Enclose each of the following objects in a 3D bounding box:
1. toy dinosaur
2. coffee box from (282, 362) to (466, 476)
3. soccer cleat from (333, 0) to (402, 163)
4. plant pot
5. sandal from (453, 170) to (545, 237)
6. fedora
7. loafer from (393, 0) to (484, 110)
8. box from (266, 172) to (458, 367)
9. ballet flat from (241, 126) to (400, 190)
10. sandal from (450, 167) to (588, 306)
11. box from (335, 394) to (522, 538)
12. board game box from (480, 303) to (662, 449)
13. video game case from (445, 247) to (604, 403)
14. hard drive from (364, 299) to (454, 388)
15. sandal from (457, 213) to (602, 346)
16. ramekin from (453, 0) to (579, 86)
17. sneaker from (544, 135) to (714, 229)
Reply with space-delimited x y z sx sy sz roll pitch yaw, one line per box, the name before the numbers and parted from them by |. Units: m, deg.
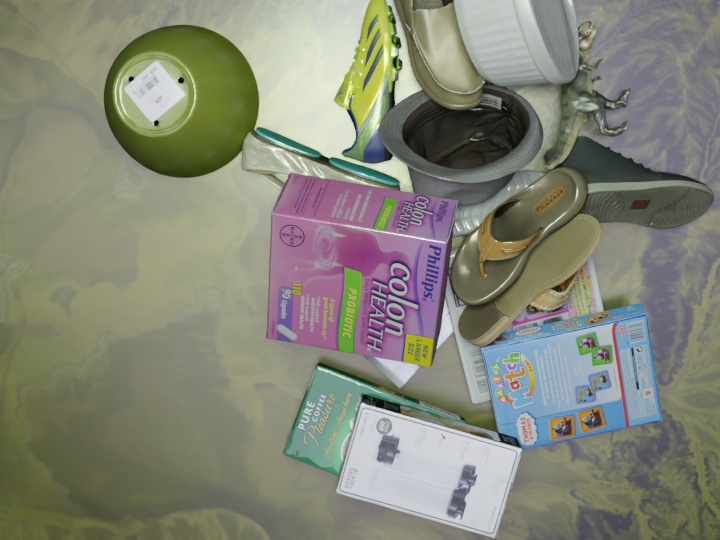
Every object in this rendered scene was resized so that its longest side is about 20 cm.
toy dinosaur | 0.274 -0.196 1.602 0.088 0.047 0.200 14 68 -3
coffee box | 0.018 0.203 1.661 0.200 0.044 0.123 20 96 -1
soccer cleat | 0.008 -0.228 1.616 0.084 0.065 0.201 0 94 8
plant pot | -0.221 -0.198 1.557 0.187 0.200 0.187 0 95 2
sandal | 0.168 -0.076 1.632 0.202 0.050 0.083 -1 79 -5
fedora | 0.117 -0.137 1.579 0.177 0.090 0.200 32 52 28
loafer | 0.089 -0.279 1.573 0.076 0.067 0.200 -20 72 -15
box | 0.000 0.000 1.552 0.200 0.097 0.176 10 124 6
ballet flat | -0.050 -0.113 1.631 0.200 0.067 0.062 21 105 6
sandal | 0.174 -0.045 1.543 0.200 0.054 0.080 -44 66 14
box | 0.081 0.233 1.610 0.200 0.060 0.117 15 95 0
board game box | 0.254 0.132 1.629 0.200 0.037 0.151 -13 114 1
video game case | 0.200 0.051 1.628 0.182 0.024 0.200 -14 110 3
hard drive | 0.019 0.029 1.656 0.200 0.026 0.132 42 95 -2
sandal | 0.211 0.018 1.581 0.212 0.078 0.070 -42 137 19
ramekin | 0.177 -0.302 1.543 0.094 0.202 0.203 -10 95 25
sneaker | 0.323 -0.113 1.613 0.200 0.106 0.075 2 136 -22
